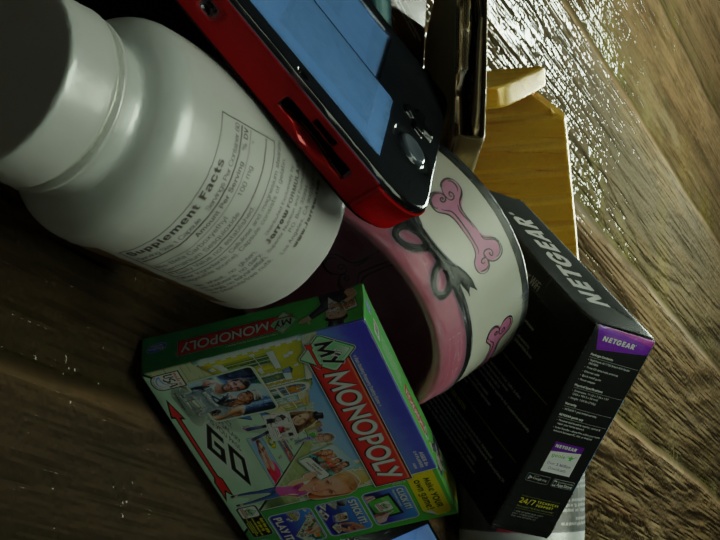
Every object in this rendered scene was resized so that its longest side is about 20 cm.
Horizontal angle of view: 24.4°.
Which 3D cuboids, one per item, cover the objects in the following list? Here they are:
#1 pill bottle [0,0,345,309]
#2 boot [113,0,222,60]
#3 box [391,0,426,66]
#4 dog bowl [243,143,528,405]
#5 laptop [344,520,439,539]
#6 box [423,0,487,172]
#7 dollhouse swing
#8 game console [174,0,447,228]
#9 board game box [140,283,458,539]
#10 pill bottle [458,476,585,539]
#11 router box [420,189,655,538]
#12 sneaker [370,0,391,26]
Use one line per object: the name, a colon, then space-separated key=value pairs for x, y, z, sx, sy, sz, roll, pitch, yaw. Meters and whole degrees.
pill bottle: x=-0.106 y=-0.060 z=0.823 sx=0.200 sy=0.114 sz=0.115 roll=27 pitch=64 yaw=-51
boot: x=-0.093 y=-0.177 z=0.961 sx=0.165 sy=0.065 sz=0.201 roll=-57 pitch=136 yaw=-57
box: x=-0.001 y=-0.204 z=1.141 sx=0.100 sy=0.075 sz=0.201 roll=53 pitch=38 yaw=-56
dog bowl: x=0.000 y=0.000 z=1.019 sx=0.074 sy=0.199 sz=0.201 roll=-47 pitch=134 yaw=-35
laptop: x=0.063 y=0.183 z=1.255 sx=0.177 sy=0.103 sz=0.201 roll=-1 pitch=113 yaw=-69
box: x=0.058 y=-0.120 z=1.063 sx=0.200 sy=0.021 sz=0.164 roll=100 pitch=-7 yaw=-71
dollhouse swing: x=0.059 y=-0.027 z=1.205 sx=0.176 sy=0.181 sz=0.201 roll=-60 pitch=145 yaw=-69
game console: x=-0.024 y=-0.129 z=0.878 sx=0.200 sy=0.031 sz=0.177 roll=50 pitch=28 yaw=-18
board game box: x=-0.031 y=0.096 z=0.995 sx=0.200 sy=0.134 sz=0.029 roll=64 pitch=16 yaw=-45
pill bottle: x=0.140 y=0.190 z=1.446 sx=0.111 sy=0.110 sz=0.201 roll=13 pitch=76 yaw=-67
router box: x=0.095 y=0.054 z=1.086 sx=0.051 sy=0.200 sz=0.150 roll=15 pitch=112 yaw=-28
sneaker: x=-0.030 y=-0.217 z=1.003 sx=0.201 sy=0.074 sz=0.082 roll=61 pitch=-9 yaw=-4
